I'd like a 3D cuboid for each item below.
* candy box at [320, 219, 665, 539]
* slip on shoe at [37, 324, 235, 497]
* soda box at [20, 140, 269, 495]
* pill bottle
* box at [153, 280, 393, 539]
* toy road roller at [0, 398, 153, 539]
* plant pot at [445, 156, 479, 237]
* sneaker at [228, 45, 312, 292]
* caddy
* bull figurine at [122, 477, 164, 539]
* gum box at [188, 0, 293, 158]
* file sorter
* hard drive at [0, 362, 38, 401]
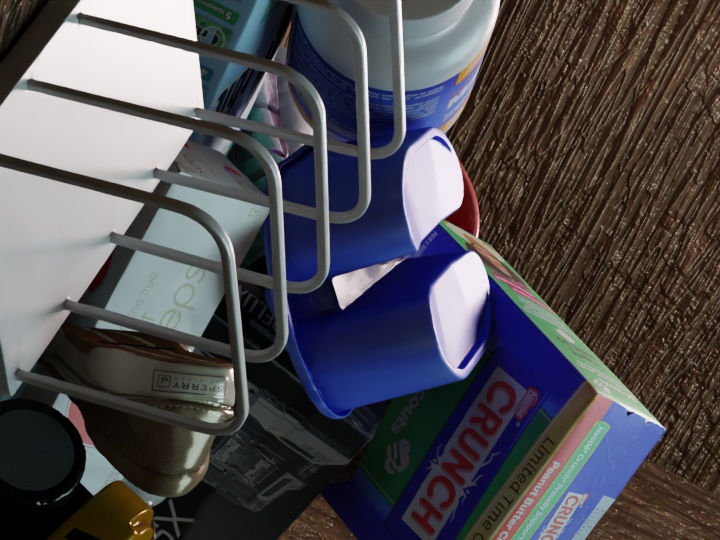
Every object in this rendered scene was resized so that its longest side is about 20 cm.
[{"bbox_3d":[0.057,0.091,1.601,0.077,0.200,0.169,24,107,-45],"label":"candy box"},{"bbox_3d":[-0.105,0.061,1.277,0.200,0.076,0.061,-166,-97,-68],"label":"slip on shoe"},{"bbox_3d":[-0.129,0.027,1.439,0.064,0.068,0.200,44,-70,47],"label":"soda box"},{"bbox_3d":[0.018,-0.141,1.511,0.112,0.112,0.200,-62,178,-15],"label":"pill bottle"},{"bbox_3d":[-0.100,0.094,1.598,0.200,0.158,0.050,-48,-174,35],"label":"box"},{"bbox_3d":[-0.167,0.171,1.258,0.200,0.146,0.123,-43,170,-37],"label":"toy road roller"},{"bbox_3d":[-0.049,-0.012,1.830,0.177,0.200,0.201,-52,-176,39],"label":"plant pot"},{"bbox_3d":[-0.040,-0.045,1.647,0.074,0.087,0.201,-23,-116,51],"label":"sneaker"},{"bbox_3d":[0.000,0.000,1.499,0.200,0.105,0.142,-42,120,-73],"label":"caddy"},{"bbox_3d":[-0.168,0.174,1.525,0.200,0.065,0.121,-52,175,-12],"label":"bull figurine"},{"bbox_3d":[-0.083,-0.112,1.523,0.200,0.044,0.170,-65,177,23],"label":"gum box"},{"bbox_3d":[-0.070,-0.049,1.176,0.139,0.124,0.200,87,23,-43],"label":"file sorter"},{"bbox_3d":[-0.170,0.018,1.293,0.140,0.033,0.200,-62,177,-22],"label":"hard drive"}]
